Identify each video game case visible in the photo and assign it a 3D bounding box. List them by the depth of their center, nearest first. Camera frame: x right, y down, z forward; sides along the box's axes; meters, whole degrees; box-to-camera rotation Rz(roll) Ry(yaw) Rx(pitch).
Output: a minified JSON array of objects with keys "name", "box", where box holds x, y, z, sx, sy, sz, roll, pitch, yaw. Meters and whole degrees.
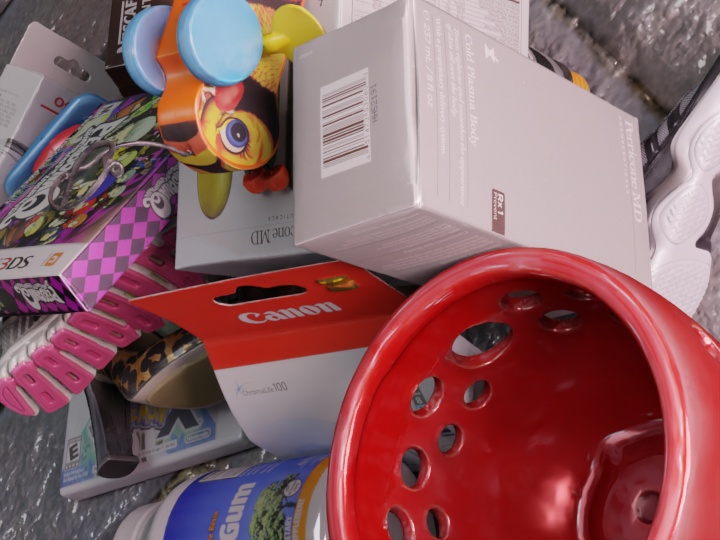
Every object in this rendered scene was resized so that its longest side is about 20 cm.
[{"name":"video game case","box":[-0.176,-0.049,0.946,0.181,0.036,0.200,-3,41,48]},{"name":"video game case","box":[-0.150,0.067,1.083,0.199,0.022,0.184,-21,56,36]}]

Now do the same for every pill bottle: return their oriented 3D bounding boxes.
[{"name":"pill bottle","box":[-0.061,0.175,0.874,0.199,0.112,0.113,-15,59,38]}]

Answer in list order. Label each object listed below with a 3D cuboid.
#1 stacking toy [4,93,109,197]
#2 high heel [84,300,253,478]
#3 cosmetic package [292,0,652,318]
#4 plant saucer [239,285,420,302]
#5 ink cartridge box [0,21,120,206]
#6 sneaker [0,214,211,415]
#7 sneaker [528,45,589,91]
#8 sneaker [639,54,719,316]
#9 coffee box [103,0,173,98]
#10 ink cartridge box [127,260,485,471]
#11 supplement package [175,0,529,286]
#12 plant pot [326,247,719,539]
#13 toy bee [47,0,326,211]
[{"name":"stacking toy","box":[-0.190,-0.034,1.094,0.116,0.110,0.200,-46,38,12]},{"name":"high heel","box":[-0.143,0.039,1.015,0.200,0.071,0.143,-42,48,33]},{"name":"cosmetic package","box":[0.060,-0.047,0.715,0.090,0.199,0.108,-17,69,41]},{"name":"plant saucer","box":[0.000,0.000,0.963,0.200,0.037,0.202,-21,56,34]},{"name":"ink cartridge box","box":[-0.265,-0.094,1.207,0.068,0.116,0.201,22,86,46]},{"name":"sneaker","box":[-0.179,0.009,0.971,0.200,0.074,0.088,-40,45,17]},{"name":"sneaker","box":[0.059,-0.131,0.946,0.199,0.077,0.079,12,79,47]},{"name":"sneaker","box":[0.163,-0.061,0.808,0.114,0.075,0.201,28,92,45]},{"name":"coffee box","box":[-0.134,-0.230,1.153,0.112,0.080,0.201,-6,63,14]},{"name":"ink cartridge box","box":[-0.014,0.064,0.812,0.159,0.200,0.048,-10,60,34]},{"name":"supplement package","box":[-0.005,-0.097,0.839,0.151,0.150,0.202,-5,81,48]},{"name":"plant pot","box":[0.111,0.109,0.687,0.200,0.182,0.202,-18,61,36]},{"name":"toy bee","box":[-0.075,-0.095,0.746,0.200,0.109,0.131,-54,36,-5]}]
